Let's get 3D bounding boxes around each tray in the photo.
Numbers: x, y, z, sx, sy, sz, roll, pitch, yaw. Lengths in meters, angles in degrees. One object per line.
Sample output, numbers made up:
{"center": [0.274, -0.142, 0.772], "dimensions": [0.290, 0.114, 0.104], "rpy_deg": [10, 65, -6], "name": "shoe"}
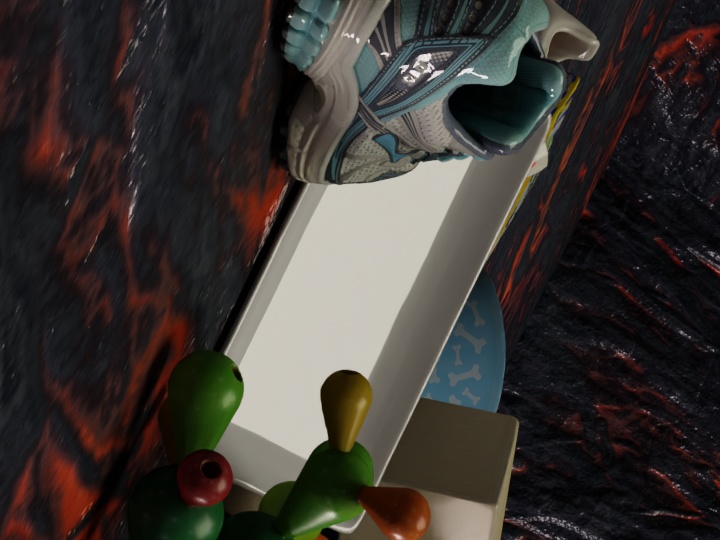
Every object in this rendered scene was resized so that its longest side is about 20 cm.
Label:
{"center": [0.000, 0.000, 0.891], "dimensions": [0.107, 0.022, 0.201], "rpy_deg": [30, 84, -40], "name": "tray"}

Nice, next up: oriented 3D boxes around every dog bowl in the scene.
{"center": [0.020, 0.086, 1.177], "dimensions": [0.112, 0.049, 0.201], "rpy_deg": [-129, -131, -57], "name": "dog bowl"}

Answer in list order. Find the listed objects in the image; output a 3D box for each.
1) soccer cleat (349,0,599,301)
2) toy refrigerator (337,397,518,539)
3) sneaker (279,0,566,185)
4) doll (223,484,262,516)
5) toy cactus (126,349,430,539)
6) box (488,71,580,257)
{"center": [0.038, -0.046, 0.956], "dimensions": [0.200, 0.077, 0.069], "rpy_deg": [-62, 173, -22], "name": "soccer cleat"}
{"center": [0.028, 0.157, 1.097], "dimensions": [0.070, 0.076, 0.201], "rpy_deg": [-70, 168, -50], "name": "toy refrigerator"}
{"center": [0.023, -0.060, 0.751], "dimensions": [0.078, 0.086, 0.200], "rpy_deg": [-62, 173, -9], "name": "sneaker"}
{"center": [-0.030, 0.096, 1.049], "dimensions": [0.200, 0.048, 0.137], "rpy_deg": [10, 87, -81], "name": "doll"}
{"center": [-0.049, 0.126, 0.795], "dimensions": [0.165, 0.102, 0.200], "rpy_deg": [-38, 145, -22], "name": "toy cactus"}
{"center": [0.046, -0.043, 1.086], "dimensions": [0.200, 0.064, 0.070], "rpy_deg": [-56, 170, -54], "name": "box"}
